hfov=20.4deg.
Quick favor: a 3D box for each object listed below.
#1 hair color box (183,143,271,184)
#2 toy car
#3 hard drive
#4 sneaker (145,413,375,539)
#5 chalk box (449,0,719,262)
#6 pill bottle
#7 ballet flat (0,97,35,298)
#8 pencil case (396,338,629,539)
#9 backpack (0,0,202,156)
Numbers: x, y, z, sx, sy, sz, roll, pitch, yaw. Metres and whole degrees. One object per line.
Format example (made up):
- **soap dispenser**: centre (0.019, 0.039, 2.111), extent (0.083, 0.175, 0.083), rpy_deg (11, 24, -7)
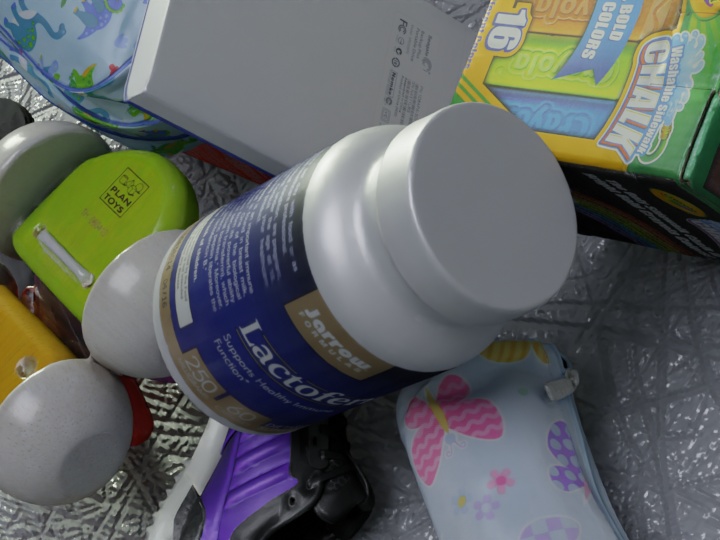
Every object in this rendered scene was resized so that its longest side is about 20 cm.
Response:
- **hair color box**: centre (-0.081, -0.118, 1.177), extent (0.200, 0.061, 0.102), rpy_deg (24, 80, 39)
- **toy car**: centre (-0.146, 0.032, 1.080), extent (0.200, 0.150, 0.175), rpy_deg (-52, 52, 3)
- **hard drive**: centre (-0.022, -0.105, 1.042), extent (0.025, 0.200, 0.132), rpy_deg (-17, 54, 49)
- **sneaker**: centre (-0.031, 0.092, 1.030), extent (0.099, 0.070, 0.200), rpy_deg (14, 75, 29)
- **chalk box**: centre (0.159, -0.078, 0.907), extent (0.200, 0.125, 0.124), rpy_deg (13, 79, 47)
- **pill bottle**: centre (0.000, 0.000, 0.917), extent (0.200, 0.116, 0.116), rpy_deg (-26, 49, 50)
- **ballet flat**: centre (-0.219, -0.012, 1.229), extent (0.066, 0.057, 0.200), rpy_deg (-1, 67, 3)
- **pencil case**: centre (0.084, 0.126, 0.920), extent (0.091, 0.083, 0.200), rpy_deg (-20, 53, 1)
- **backpack**: centre (-0.137, -0.155, 1.102), extent (0.163, 0.154, 0.200), rpy_deg (-40, 82, -1)
